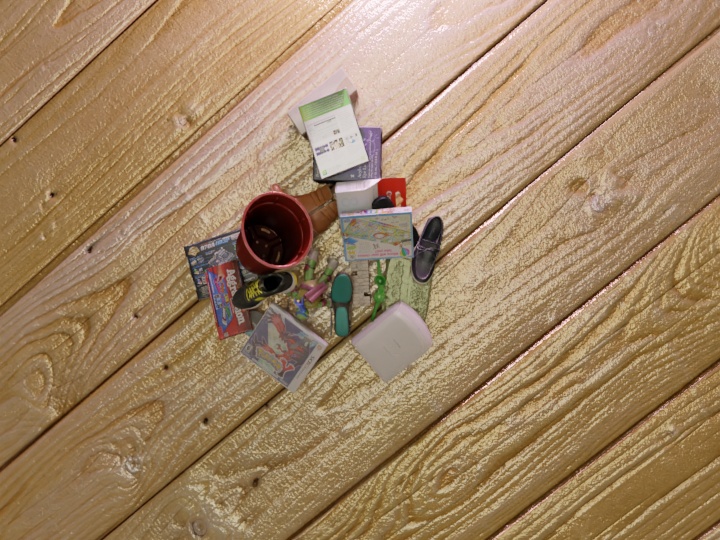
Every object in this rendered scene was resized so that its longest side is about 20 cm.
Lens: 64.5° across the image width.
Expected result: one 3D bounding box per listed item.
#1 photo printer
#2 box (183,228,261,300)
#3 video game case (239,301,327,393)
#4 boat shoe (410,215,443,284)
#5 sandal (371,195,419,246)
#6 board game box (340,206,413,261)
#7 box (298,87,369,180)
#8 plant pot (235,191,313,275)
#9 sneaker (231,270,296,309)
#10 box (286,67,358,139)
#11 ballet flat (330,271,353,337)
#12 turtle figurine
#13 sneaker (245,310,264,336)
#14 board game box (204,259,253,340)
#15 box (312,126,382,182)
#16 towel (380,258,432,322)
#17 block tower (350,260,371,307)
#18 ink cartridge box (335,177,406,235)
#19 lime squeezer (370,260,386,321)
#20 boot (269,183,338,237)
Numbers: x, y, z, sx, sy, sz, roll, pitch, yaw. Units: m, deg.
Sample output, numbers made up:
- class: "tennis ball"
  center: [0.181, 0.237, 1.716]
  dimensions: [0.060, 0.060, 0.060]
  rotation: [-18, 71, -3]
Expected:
- class: "photo printer"
  center: [0.097, 0.199, 1.620]
  dimensions: [0.198, 0.070, 0.167]
  rotation: [-38, 101, 14]
- class: "box"
  center: [-0.402, -0.020, 1.671]
  dimensions: [0.194, 0.046, 0.164]
  rotation: [-17, 92, 4]
- class: "video game case"
  center: [-0.217, 0.220, 1.614]
  dimensions: [0.198, 0.023, 0.184]
  rotation: [36, 106, -2]
- class: "boat shoe"
  center: [0.189, -0.061, 1.600]
  dimensions: [0.072, 0.062, 0.206]
  rotation: [18, 78, 1]
- class: "sandal"
  center: [0.098, -0.121, 1.590]
  dimensions: [0.075, 0.049, 0.200]
  rotation: [-35, 125, 16]
- class: "board game box"
  center: [0.047, -0.098, 1.563]
  dimensions: [0.192, 0.035, 0.139]
  rotation: [-3, 119, 4]
- class: "box"
  center: [-0.070, -0.365, 1.534]
  dimensions: [0.140, 0.036, 0.206]
  rotation: [-18, 93, 4]
- class: "plant pot"
  center: [-0.251, -0.082, 1.563]
  dimensions: [0.194, 0.194, 0.208]
  rotation: [6, 74, -23]
- class: "sneaker"
  center: [-0.273, 0.045, 1.558]
  dimensions: [0.195, 0.084, 0.077]
  rotation: [-24, 77, 11]
- class: "box"
  center: [-0.105, -0.466, 1.605]
  dimensions: [0.198, 0.095, 0.079]
  rotation: [-38, 91, 6]
- class: "ballet flat"
  center: [-0.051, 0.088, 1.630]
  dimensions: [0.065, 0.076, 0.207]
  rotation: [2, 113, 5]
- class: "turtle figurine"
  center: [-0.142, 0.056, 1.647]
  dimensions: [0.140, 0.200, 0.199]
  rotation: [14, 73, 24]
- class: "sneaker"
  center: [-0.265, 0.206, 1.675]
  dimensions: [0.200, 0.074, 0.082]
  rotation: [44, 125, -5]
- class: "board game box"
  center: [-0.374, 0.083, 1.622]
  dimensions: [0.100, 0.019, 0.207]
  rotation: [-16, 80, 3]
- class: "box"
  center: [-0.035, -0.320, 1.603]
  dimensions: [0.192, 0.104, 0.154]
  rotation: [0, 94, 3]
- class: "towel"
  center: [0.136, 0.043, 1.647]
  dimensions: [0.143, 0.036, 0.208]
  rotation: [5, 93, 2]
- class: "block tower"
  center: [0.000, 0.000, 1.644]
  dimensions: [0.056, 0.054, 0.208]
  rotation: [-4, 93, 3]
- class: "ink cartridge box"
  center: [0.033, -0.176, 1.587]
  dimensions: [0.192, 0.048, 0.163]
  rotation: [-3, 138, 3]
- class: "lime squeezer"
  center: [0.054, 0.048, 1.636]
  dimensions: [0.036, 0.071, 0.208]
  rotation: [3, 93, -2]
- class: "boot"
  center: [-0.155, -0.201, 1.635]
  dimensions: [0.153, 0.074, 0.202]
  rotation: [-37, 103, 6]
